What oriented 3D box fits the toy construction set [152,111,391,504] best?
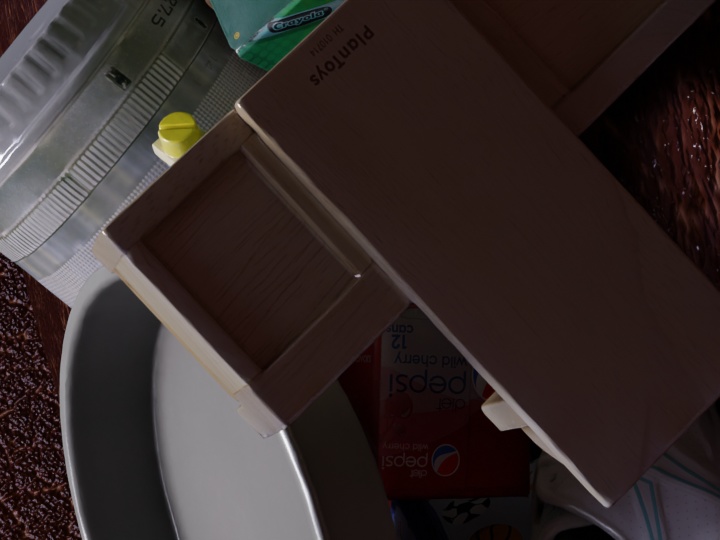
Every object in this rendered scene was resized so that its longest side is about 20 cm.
[{"bbox_3d":[0.000,0.000,1.053,0.092,0.131,0.201,78,171,-67],"label":"toy construction set"}]

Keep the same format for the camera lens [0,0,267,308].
[{"bbox_3d":[-0.091,-0.043,1.199,0.200,0.160,0.160,39,174,-13],"label":"camera lens"}]

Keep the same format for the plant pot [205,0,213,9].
[{"bbox_3d":[-0.033,-0.177,1.112,0.201,0.092,0.202,168,90,-77],"label":"plant pot"}]

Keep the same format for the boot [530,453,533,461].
[{"bbox_3d":[0.039,0.116,1.144,0.200,0.073,0.090,85,161,-49],"label":"boot"}]

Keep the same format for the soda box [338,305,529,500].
[{"bbox_3d":[-0.012,0.047,0.922,0.200,0.063,0.070,-4,84,63],"label":"soda box"}]

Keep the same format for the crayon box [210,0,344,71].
[{"bbox_3d":[-0.024,-0.184,0.980,0.058,0.119,0.200,22,-145,-48],"label":"crayon box"}]

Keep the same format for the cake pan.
[{"bbox_3d":[-0.046,0.089,0.866,0.200,0.037,0.201,35,133,48],"label":"cake pan"}]

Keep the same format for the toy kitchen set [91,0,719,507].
[{"bbox_3d":[0.034,-0.008,0.813,0.163,0.200,0.180,47,166,-1],"label":"toy kitchen set"}]

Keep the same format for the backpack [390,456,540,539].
[{"bbox_3d":[0.067,0.172,0.927,0.200,0.153,0.191,88,171,-47],"label":"backpack"}]

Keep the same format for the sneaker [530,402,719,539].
[{"bbox_3d":[0.090,0.067,0.859,0.200,0.080,0.071,-119,18,-54],"label":"sneaker"}]
